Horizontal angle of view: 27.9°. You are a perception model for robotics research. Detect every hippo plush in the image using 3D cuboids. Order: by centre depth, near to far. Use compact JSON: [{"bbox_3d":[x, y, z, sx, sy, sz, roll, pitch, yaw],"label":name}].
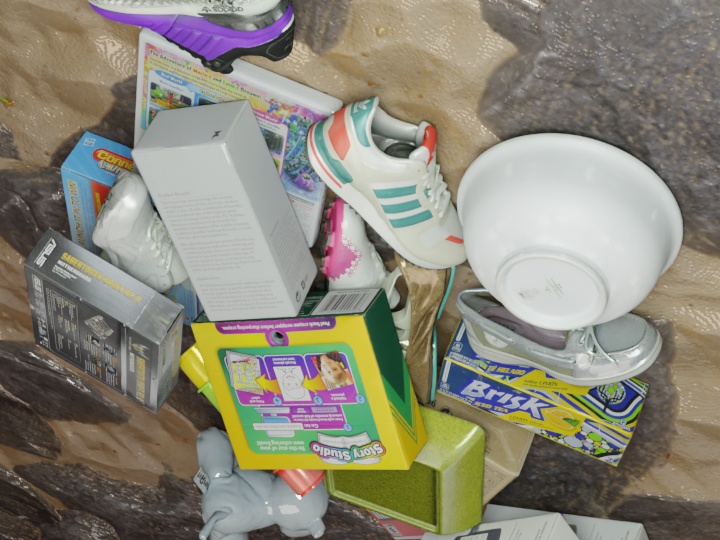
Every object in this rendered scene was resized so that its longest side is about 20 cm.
[{"bbox_3d":[-0.120,0.268,1.813,0.158,0.161,0.200,-8,158,-2],"label":"hippo plush"}]

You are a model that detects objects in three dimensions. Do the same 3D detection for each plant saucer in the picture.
[{"bbox_3d":[0.031,0.208,1.543,0.197,0.048,0.201,17,144,16],"label":"plant saucer"}]

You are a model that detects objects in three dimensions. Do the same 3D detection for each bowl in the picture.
[{"bbox_3d":[0.170,-0.014,1.237,0.198,0.091,0.202,12,140,10],"label":"bowl"}]

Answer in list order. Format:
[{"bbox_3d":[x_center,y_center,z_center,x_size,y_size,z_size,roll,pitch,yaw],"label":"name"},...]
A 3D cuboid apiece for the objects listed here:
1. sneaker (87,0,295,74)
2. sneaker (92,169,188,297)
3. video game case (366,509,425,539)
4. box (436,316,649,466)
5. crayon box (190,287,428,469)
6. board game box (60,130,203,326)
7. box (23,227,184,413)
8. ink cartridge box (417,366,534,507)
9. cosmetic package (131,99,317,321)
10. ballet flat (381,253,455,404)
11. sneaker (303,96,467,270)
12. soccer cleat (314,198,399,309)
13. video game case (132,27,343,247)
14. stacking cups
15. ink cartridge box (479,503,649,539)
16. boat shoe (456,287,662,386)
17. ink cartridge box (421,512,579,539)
[{"bbox_3d":[-0.143,-0.211,1.238,0.198,0.070,0.100,10,144,25],"label":"sneaker"},{"bbox_3d":[-0.208,-0.030,1.426,0.098,0.079,0.200,20,154,0],"label":"sneaker"},{"bbox_3d":[0.039,0.263,1.769,0.142,0.018,0.200,-12,129,44],"label":"video game case"},{"bbox_3d":[0.179,0.117,1.442,0.198,0.065,0.070,21,146,9],"label":"box"},{"bbox_3d":[-0.050,0.111,1.429,0.197,0.058,0.175,-3,117,28],"label":"crayon box"},{"bbox_3d":[-0.209,-0.032,1.526,0.194,0.056,0.201,21,145,10],"label":"board game box"},{"bbox_3d":[-0.259,0.055,1.468,0.157,0.049,0.201,29,154,6],"label":"box"},{"bbox_3d":[0.069,0.177,1.586,0.198,0.076,0.165,30,147,-4],"label":"ink cartridge box"},{"bbox_3d":[-0.123,-0.052,1.351,0.100,0.072,0.202,-3,128,24],"label":"cosmetic package"},{"bbox_3d":[0.047,0.050,1.415,0.071,0.068,0.202,2,133,-4],"label":"ballet flat"},{"bbox_3d":[0.046,-0.077,1.279,0.093,0.071,0.199,-30,122,36],"label":"sneaker"},{"bbox_3d":[0.000,0.000,1.427,0.085,0.071,0.201,3,142,-4],"label":"soccer cleat"},{"bbox_3d":[-0.120,-0.124,1.361,0.198,0.024,0.183,23,139,8],"label":"video game case"},{"bbox_3d":[-0.116,0.156,1.556,0.200,0.060,0.060,50,143,-4],"label":"stacking cups"},{"bbox_3d":[0.244,0.357,1.687,0.198,0.086,0.148,0,137,33],"label":"ink cartridge box"},{"bbox_3d":[0.183,0.055,1.354,0.200,0.075,0.065,10,147,35],"label":"boat shoe"},{"bbox_3d":[0.165,0.355,1.598,0.199,0.085,0.145,-18,118,43],"label":"ink cartridge box"}]
